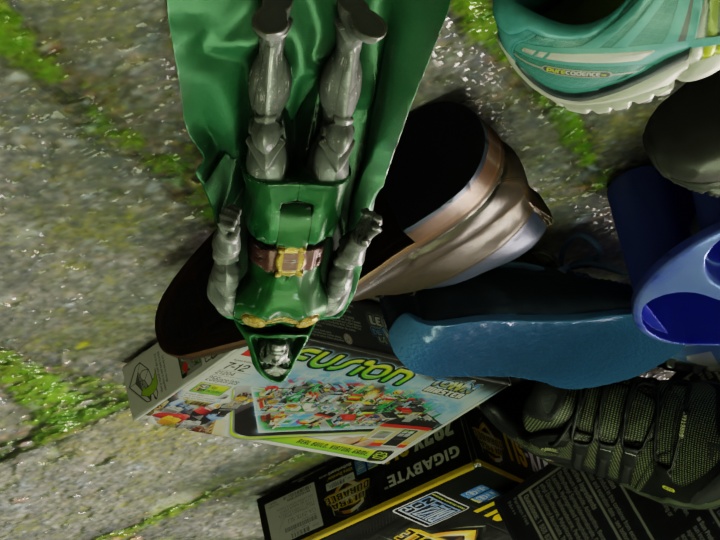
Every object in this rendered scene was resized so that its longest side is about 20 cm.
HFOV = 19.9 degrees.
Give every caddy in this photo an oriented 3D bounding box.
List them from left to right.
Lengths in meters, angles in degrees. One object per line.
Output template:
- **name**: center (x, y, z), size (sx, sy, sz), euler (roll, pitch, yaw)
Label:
- **caddy**: center (0.223, -0.015, 1.051), size (0.199, 0.105, 0.141), euler (3, 147, -32)

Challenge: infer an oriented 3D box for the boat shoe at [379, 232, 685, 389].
- **boat shoe**: center (0.097, 0.014, 1.090), size (0.199, 0.069, 0.084), euler (10, 135, -42)

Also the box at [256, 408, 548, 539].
- **box**: center (0.052, 0.160, 1.363), size (0.159, 0.050, 0.200), euler (-28, 150, 21)

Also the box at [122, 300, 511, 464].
- **box**: center (-0.022, 0.059, 1.143), size (0.200, 0.035, 0.110), euler (15, 140, -45)

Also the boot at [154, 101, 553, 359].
- **boot**: center (0.000, 0.000, 1.000), size (0.200, 0.075, 0.097), euler (-29, 147, 21)

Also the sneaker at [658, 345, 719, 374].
- **sneaker**: center (0.225, 0.026, 1.194), size (0.199, 0.073, 0.072), euler (0, 180, -4)

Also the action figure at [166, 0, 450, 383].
- **action figure**: center (-0.029, -0.030, 0.889), size (0.118, 0.055, 0.201), euler (1, 131, -8)

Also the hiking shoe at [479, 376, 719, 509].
- **hiking shoe**: center (0.143, 0.090, 1.178), size (0.100, 0.076, 0.200), euler (18, 168, -40)

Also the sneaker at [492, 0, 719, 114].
- **sneaker**: center (0.147, -0.128, 0.840), size (0.199, 0.078, 0.080), euler (-26, 142, 21)

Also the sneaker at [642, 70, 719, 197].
- **sneaker**: center (0.218, -0.104, 0.936), size (0.199, 0.076, 0.091), euler (-26, 142, 6)

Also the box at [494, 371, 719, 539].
- **box**: center (0.221, 0.177, 1.242), size (0.198, 0.200, 0.123), euler (-37, 136, 11)
